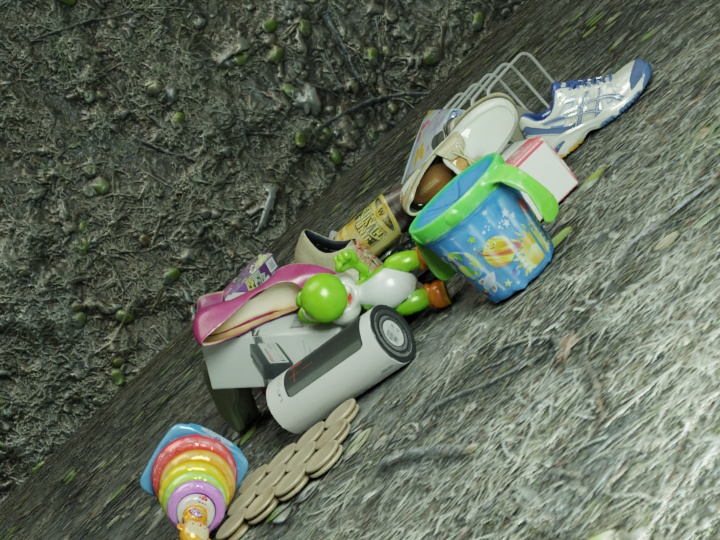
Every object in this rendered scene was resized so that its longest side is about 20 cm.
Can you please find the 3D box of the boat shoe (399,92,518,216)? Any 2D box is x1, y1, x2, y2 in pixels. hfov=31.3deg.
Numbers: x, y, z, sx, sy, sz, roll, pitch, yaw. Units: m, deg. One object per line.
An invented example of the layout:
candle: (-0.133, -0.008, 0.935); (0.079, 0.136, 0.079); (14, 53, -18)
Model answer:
boat shoe: (0.130, -0.142, 1.667); (0.200, 0.075, 0.069); (-47, 12, 22)

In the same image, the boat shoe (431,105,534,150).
boat shoe: (0.182, -0.194, 1.824); (0.199, 0.067, 0.057); (-8, -10, -42)

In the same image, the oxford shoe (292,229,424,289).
oxford shoe: (0.000, 0.000, 1.722); (0.070, 0.198, 0.075); (-51, -26, -62)

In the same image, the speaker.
speaker: (-0.026, 0.125, 1.591); (0.200, 0.081, 0.081); (-36, 11, 33)

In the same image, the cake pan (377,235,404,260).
cake pan: (0.023, -0.025, 1.927); (0.200, 0.036, 0.202); (-160, 90, -82)

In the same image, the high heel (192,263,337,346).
high heel: (-0.121, 0.049, 1.673); (0.198, 0.068, 0.096); (-9, 32, -3)

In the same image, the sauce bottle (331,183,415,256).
sauce bottle: (0.041, -0.076, 1.785); (0.200, 0.066, 0.066); (-42, 8, 28)

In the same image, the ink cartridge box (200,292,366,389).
ink cartridge box: (-0.099, 0.090, 1.753); (0.198, 0.084, 0.145); (-4, 24, 16)

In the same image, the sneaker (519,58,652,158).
sneaker: (0.310, -0.237, 1.788); (0.200, 0.088, 0.075); (-39, 8, 15)

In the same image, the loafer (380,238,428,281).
loafer: (0.052, 0.013, 1.791); (0.200, 0.070, 0.068); (-33, 17, 35)

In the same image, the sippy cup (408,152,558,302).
sippy cup: (0.146, -0.041, 1.454); (0.140, 0.130, 0.178); (-44, 9, -4)

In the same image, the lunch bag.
lunch bag: (0.134, -0.135, 1.946); (0.170, 0.126, 0.202); (-156, 88, -79)

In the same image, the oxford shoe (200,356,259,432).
oxford shoe: (-0.188, 0.169, 1.888); (0.058, 0.075, 0.201); (-39, -28, -18)

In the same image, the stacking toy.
stacking toy: (-0.198, 0.275, 1.534); (0.110, 0.116, 0.200); (-57, 14, 10)

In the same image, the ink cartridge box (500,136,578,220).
ink cartridge box: (0.181, -0.093, 1.689); (0.146, 0.085, 0.200); (-44, 10, -7)

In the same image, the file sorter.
file sorter: (0.221, -0.247, 2.094); (0.139, 0.125, 0.200); (-48, 11, -30)

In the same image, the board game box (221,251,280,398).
board game box: (-0.136, 0.084, 1.906); (0.032, 0.201, 0.120); (12, 50, 41)

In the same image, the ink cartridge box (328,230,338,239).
ink cartridge box: (-0.057, 0.014, 2.087); (0.200, 0.050, 0.164); (-135, 61, -78)

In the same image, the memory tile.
memory tile: (-0.084, 0.238, 1.517); (0.200, 0.017, 0.153); (-39, 10, 21)

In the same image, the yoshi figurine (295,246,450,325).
yoshi figurine: (0.008, 0.027, 1.621); (0.198, 0.112, 0.113); (-15, 43, 10)
